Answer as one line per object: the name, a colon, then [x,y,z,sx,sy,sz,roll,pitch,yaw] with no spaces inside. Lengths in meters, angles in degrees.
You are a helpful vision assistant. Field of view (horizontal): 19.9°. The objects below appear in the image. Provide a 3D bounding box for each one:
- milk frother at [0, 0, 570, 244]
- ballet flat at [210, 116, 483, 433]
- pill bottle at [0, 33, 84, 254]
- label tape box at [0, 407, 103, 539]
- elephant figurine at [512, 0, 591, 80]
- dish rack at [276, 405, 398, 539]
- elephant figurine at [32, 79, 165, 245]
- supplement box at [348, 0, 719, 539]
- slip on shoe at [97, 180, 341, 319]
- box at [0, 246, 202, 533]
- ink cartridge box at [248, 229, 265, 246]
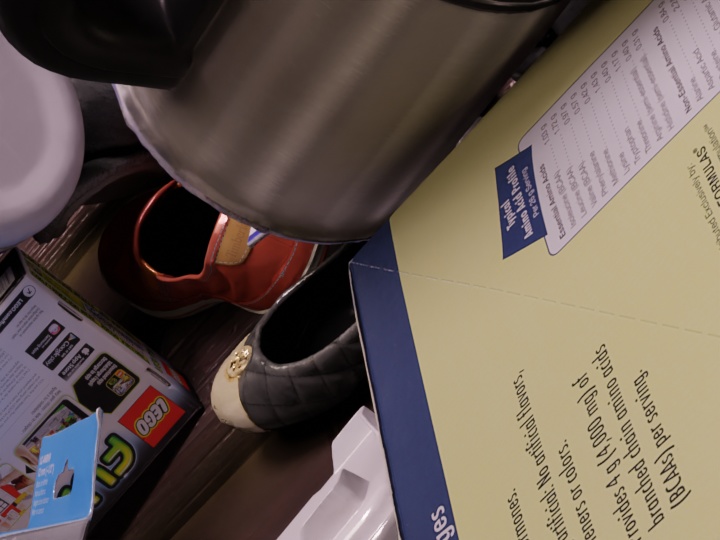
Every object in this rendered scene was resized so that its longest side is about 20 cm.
milk frother: [-0.012,-0.149,0.590,0.188,0.179,0.201,-49,31,46]
ballet flat: [0.000,0.000,0.807,0.200,0.057,0.067,-41,36,35]
pill bottle: [-0.223,-0.041,0.937,0.199,0.115,0.117,-23,47,47]
label tape box: [-0.160,0.151,0.795,0.143,0.066,0.202,156,127,-70]
elephant figurine: [0.073,-0.129,0.692,0.200,0.141,0.156,-50,33,18]
dish rack: [-0.024,0.112,0.664,0.172,0.043,0.200,-51,1,6]
elephant figurine: [-0.137,-0.078,1.004,0.200,0.155,0.142,-37,46,19]
supplement box: [0.118,0.022,0.515,0.200,0.134,0.201,-47,32,26]
slip on shoe: [-0.079,-0.017,0.948,0.200,0.061,0.075,6,73,62]
box: [-0.178,0.099,0.927,0.200,0.110,0.035,-48,29,5]
ink cartridge box: [0.007,-0.099,0.867,0.095,0.037,0.201,-35,31,40]
